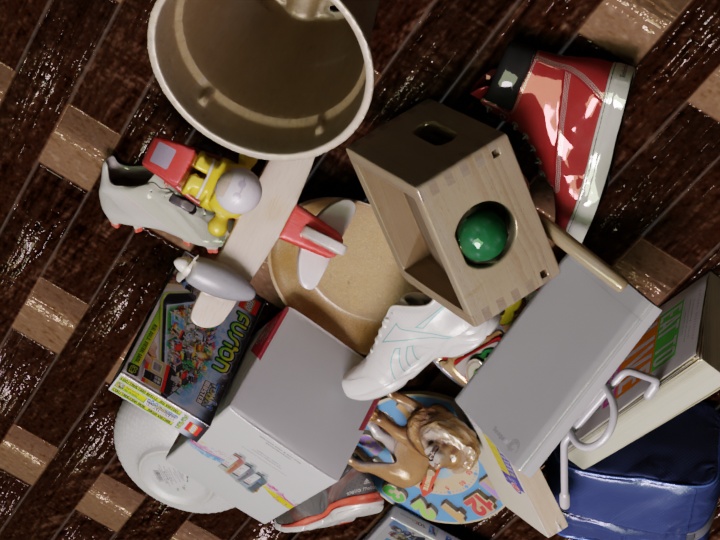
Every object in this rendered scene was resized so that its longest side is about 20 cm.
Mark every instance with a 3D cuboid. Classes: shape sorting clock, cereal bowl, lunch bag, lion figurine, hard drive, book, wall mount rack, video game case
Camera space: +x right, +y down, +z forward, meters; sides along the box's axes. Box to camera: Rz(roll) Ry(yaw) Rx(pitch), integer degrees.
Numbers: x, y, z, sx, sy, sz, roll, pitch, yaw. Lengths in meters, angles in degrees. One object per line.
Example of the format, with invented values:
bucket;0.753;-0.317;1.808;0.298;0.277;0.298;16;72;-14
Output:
shape sorting clock;0.085;0.219;1.821;0.200;0.039;0.200;9;131;11
cereal bowl;-0.207;0.221;1.894;0.200;0.083;0.200;9;132;10
lunch bag;0.284;0.220;1.689;0.200;0.136;0.133;8;130;14
lion figurine;0.058;0.197;1.743;0.122;0.073;0.200;35;154;3
hard drive;0.186;0.083;1.515;0.026;0.132;0.200;31;100;-37
book;0.288;0.101;1.591;0.048;0.134;0.200;35;130;-15
wall mount rack;0.206;0.127;1.559;0.074;0.200;0.174;20;118;-32
video game case;0.081;0.379;1.952;0.182;0.022;0.200;28;140;-6

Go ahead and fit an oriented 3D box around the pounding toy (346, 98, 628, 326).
pounding toy;0.117;-0.050;1.479;0.142;0.200;0.184;-32;118;-13

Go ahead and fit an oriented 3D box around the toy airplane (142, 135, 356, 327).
toy airplane;-0.101;-0.063;1.541;0.199;0.141;0.200;-17;84;3

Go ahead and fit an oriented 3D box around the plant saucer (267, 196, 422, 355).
plant saucer;0.000;0.000;1.656;0.200;0.035;0.201;13;129;17

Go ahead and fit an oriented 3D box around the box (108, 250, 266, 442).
box;-0.182;0.078;1.684;0.110;0.200;0.035;32;132;-10

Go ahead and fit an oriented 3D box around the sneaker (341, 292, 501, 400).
sneaker;0.049;0.066;1.618;0.200;0.070;0.080;-33;101;32

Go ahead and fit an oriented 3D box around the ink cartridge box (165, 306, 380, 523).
ink cartridge box;-0.094;0.163;1.735;0.145;0.145;0.200;35;147;-11

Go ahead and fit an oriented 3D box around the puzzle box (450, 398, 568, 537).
puzzle box;0.154;0.201;1.660;0.025;0.200;0.133;-27;96;-7

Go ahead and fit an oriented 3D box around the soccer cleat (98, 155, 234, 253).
soccer cleat;-0.185;-0.071;1.647;0.200;0.069;0.078;10;127;18

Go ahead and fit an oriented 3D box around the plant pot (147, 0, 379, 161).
plant pot;-0.062;-0.231;1.395;0.200;0.184;0.201;10;131;11

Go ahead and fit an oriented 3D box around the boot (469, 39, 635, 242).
boot;0.169;-0.119;1.492;0.144;0.072;0.200;14;126;10

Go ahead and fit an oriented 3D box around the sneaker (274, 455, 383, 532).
sneaker;-0.040;0.264;1.893;0.077;0.082;0.200;-4;166;-37

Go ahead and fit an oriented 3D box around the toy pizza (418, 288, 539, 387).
toy pizza;0.144;0.065;1.655;0.200;0.032;0.201;14;127;19
